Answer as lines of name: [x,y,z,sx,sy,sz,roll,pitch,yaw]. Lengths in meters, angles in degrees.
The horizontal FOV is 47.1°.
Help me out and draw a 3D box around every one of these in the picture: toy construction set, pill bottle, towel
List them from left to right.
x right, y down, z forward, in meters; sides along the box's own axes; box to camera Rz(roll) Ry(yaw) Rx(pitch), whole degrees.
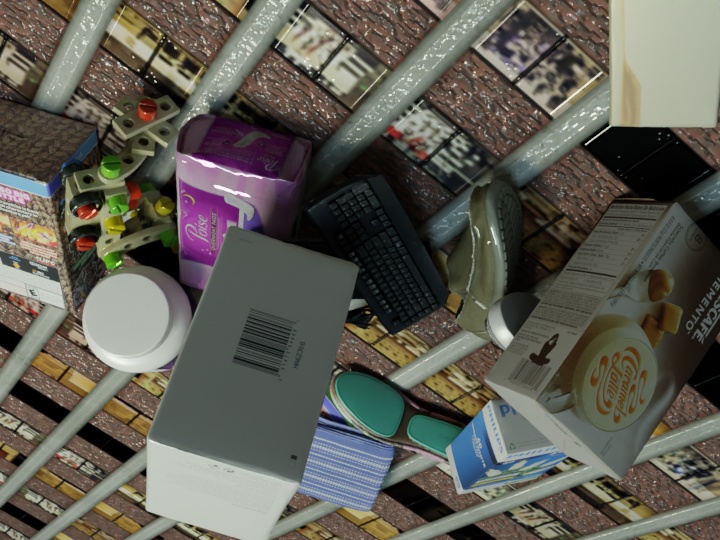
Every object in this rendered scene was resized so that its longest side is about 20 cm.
toy construction set: [-0.229,-0.076,0.815,0.092,0.131,0.200,57,148,30]
pill bottle: [-0.233,0.054,0.889,0.111,0.112,0.200,25,172,-2]
towel: [-0.037,0.257,1.105,0.144,0.024,0.200,18,140,3]

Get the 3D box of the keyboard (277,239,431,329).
keyboard: [-0.031,0.014,0.829,0.199,0.021,0.127,1,133,-16]

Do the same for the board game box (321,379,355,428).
board game box: [-0.066,0.199,1.091,0.134,0.029,0.200,-10,129,32]

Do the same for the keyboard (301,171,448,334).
keyboard: [0.000,0.000,0.784,0.127,0.021,0.200,-27,134,8]

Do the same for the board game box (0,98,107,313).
board game box: [-0.369,-0.072,0.894,0.159,0.097,0.200,17,138,6]

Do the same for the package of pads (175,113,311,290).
package of pads: [-0.120,-0.052,0.822,0.120,0.076,0.200,15,138,2]

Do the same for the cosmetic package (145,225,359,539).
cosmetic package: [-0.099,0.107,0.725,0.123,0.200,0.200,17,147,-3]

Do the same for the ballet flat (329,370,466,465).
ballet flat: [0.048,0.187,1.010,0.199,0.069,0.071,25,157,-3]

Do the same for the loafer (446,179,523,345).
loafer: [0.111,-0.001,0.774,0.069,0.075,0.200,10,138,18]

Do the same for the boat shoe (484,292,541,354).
boat shoe: [0.170,0.073,0.784,0.066,0.070,0.200,-31,151,34]

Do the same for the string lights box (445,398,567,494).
string lights box: [0.167,0.184,0.886,0.102,0.059,0.200,-9,156,-11]

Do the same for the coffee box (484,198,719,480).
coffee box: [0.214,0.052,0.687,0.114,0.200,0.080,43,169,-21]

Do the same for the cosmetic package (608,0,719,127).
cosmetic package: [0.195,-0.200,0.516,0.071,0.105,0.200,4,133,21]
